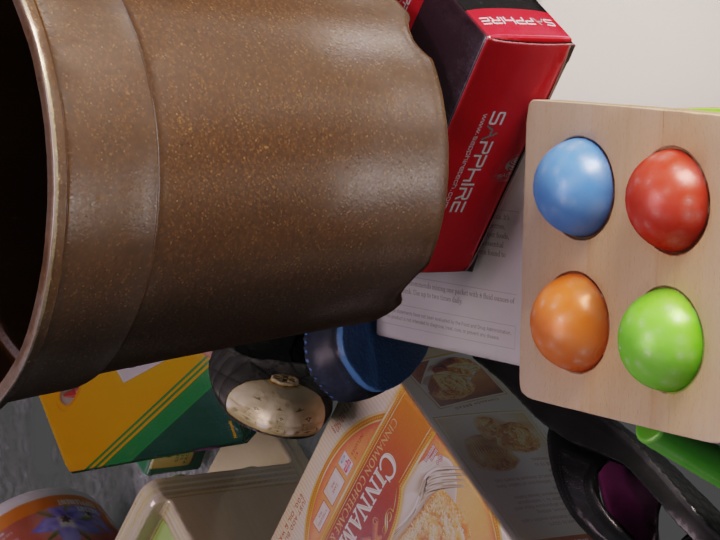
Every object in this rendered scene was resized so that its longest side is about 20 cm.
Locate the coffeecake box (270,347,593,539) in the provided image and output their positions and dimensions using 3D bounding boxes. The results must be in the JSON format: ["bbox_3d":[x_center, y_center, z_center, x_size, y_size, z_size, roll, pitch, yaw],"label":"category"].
[{"bbox_3d":[0.050,0.156,1.223,0.200,0.073,0.154,54,131,37],"label":"coffeecake box"}]

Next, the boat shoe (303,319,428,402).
[{"bbox_3d":[0.000,0.000,1.213,0.068,0.200,0.084,-17,117,24],"label":"boat shoe"}]

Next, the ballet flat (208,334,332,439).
[{"bbox_3d":[-0.042,0.030,1.281,0.200,0.066,0.057,-90,17,-65],"label":"ballet flat"}]

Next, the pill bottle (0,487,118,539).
[{"bbox_3d":[-0.165,0.236,1.495,0.200,0.112,0.112,50,130,39],"label":"pill bottle"}]

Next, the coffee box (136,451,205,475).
[{"bbox_3d":[-0.142,0.018,1.502,0.200,0.044,0.123,49,130,41],"label":"coffee box"}]

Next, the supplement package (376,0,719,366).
[{"bbox_3d":[0.089,-0.065,1.112,0.121,0.119,0.201,11,102,55],"label":"supplement package"}]

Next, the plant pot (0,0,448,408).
[{"bbox_3d":[-0.085,-0.045,0.999,0.200,0.198,0.201,8,100,55],"label":"plant pot"}]

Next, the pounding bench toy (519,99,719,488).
[{"bbox_3d":[0.151,0.032,1.004,0.124,0.156,0.201,10,101,53],"label":"pounding bench toy"}]

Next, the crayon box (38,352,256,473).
[{"bbox_3d":[-0.135,0.005,1.351,0.118,0.058,0.201,-12,107,26],"label":"crayon box"}]

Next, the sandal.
[{"bbox_3d":[0.114,0.097,1.125,0.048,0.075,0.200,-53,41,3],"label":"sandal"}]

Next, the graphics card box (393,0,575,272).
[{"bbox_3d":[0.005,-0.108,1.081,0.200,0.051,0.126,55,135,39],"label":"graphics card box"}]

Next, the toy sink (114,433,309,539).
[{"bbox_3d":[-0.078,0.187,1.369,0.200,0.112,0.131,59,135,33],"label":"toy sink"}]
